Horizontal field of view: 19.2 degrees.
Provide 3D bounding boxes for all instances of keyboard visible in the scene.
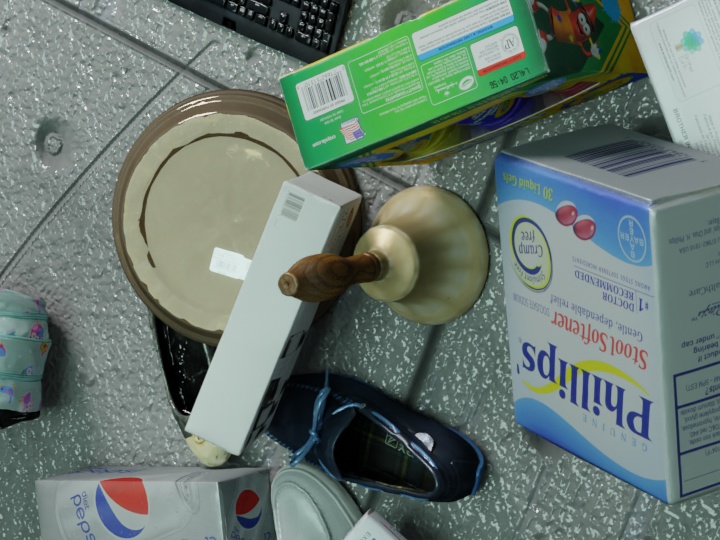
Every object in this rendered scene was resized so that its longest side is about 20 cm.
[{"bbox_3d":[-0.095,-0.234,1.626,0.199,0.040,0.105,25,109,26],"label":"keyboard"}]

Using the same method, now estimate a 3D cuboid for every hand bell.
[{"bbox_3d":[0.000,0.000,1.502,0.103,0.200,0.105,5,99,31],"label":"hand bell"}]

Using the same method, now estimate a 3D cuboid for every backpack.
[{"bbox_3d":[-0.354,0.065,1.756,0.199,0.167,0.128,8,95,24],"label":"backpack"}]

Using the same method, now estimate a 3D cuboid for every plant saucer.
[{"bbox_3d":[-0.098,-0.037,1.622,0.198,0.029,0.202,2,98,11],"label":"plant saucer"}]

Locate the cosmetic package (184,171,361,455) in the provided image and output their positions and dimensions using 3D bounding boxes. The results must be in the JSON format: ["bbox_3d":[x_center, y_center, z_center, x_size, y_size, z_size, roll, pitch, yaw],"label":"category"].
[{"bbox_3d":[-0.063,0.031,1.567,0.050,0.083,0.201,24,102,5],"label":"cosmetic package"}]

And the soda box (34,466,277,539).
[{"bbox_3d":[-0.165,0.192,1.694,0.199,0.068,0.064,-3,94,37],"label":"soda box"}]

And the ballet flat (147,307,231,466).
[{"bbox_3d":[-0.145,0.059,1.680,0.066,0.057,0.202,-17,87,32],"label":"ballet flat"}]

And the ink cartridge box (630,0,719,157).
[{"bbox_3d":[0.294,-0.137,1.379,0.199,0.076,0.137,-24,84,33],"label":"ink cartridge box"}]

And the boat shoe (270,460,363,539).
[{"bbox_3d":[-0.027,0.246,1.624,0.072,0.068,0.202,-19,86,31],"label":"boat shoe"}]

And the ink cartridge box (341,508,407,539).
[{"bbox_3d":[0.015,0.315,1.565,0.200,0.043,0.197,42,95,7],"label":"ink cartridge box"}]

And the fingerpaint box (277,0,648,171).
[{"bbox_3d":[0.074,-0.132,1.460,0.199,0.166,0.074,-20,84,30],"label":"fingerpaint box"}]

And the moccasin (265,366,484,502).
[{"bbox_3d":[-0.003,0.121,1.594,0.199,0.068,0.081,12,102,31],"label":"moccasin"}]

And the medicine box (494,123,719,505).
[{"bbox_3d":[0.183,0.023,1.388,0.182,0.102,0.202,25,125,58],"label":"medicine box"}]
